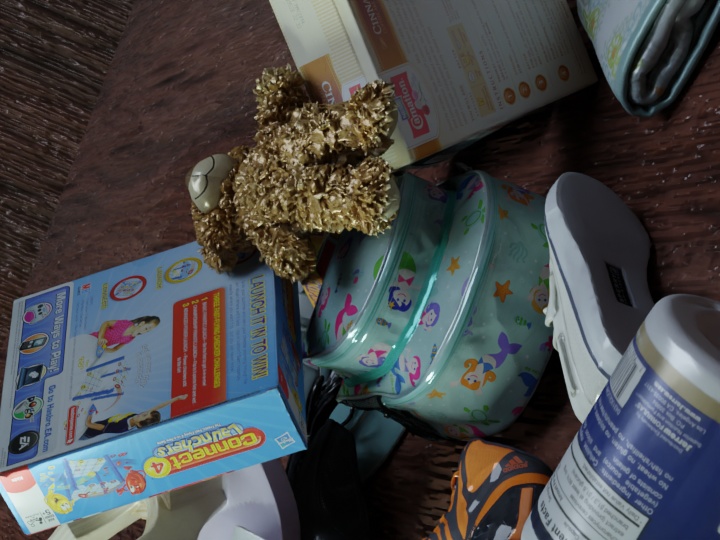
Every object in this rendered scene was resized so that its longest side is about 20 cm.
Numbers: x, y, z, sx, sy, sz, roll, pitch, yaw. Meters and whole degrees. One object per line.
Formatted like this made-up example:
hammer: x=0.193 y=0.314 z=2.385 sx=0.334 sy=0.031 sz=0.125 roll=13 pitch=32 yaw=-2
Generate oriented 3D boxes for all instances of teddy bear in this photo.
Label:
teddy bear: x=-0.046 y=-0.061 z=1.482 sx=0.200 sy=0.067 sz=0.145 roll=11 pitch=96 yaw=48

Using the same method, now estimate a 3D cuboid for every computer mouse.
computer mouse: x=-0.034 y=0.174 z=1.693 sx=0.200 sy=0.053 sz=0.139 roll=-103 pitch=23 yaw=-51

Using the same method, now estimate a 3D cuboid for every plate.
plate: x=0.013 y=0.072 z=1.781 sx=0.200 sy=0.026 sz=0.200 roll=-56 pitch=21 yaw=35

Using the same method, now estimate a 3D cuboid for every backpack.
backpack: x=0.058 y=0.019 z=1.513 sx=0.200 sy=0.150 sz=0.178 roll=0 pitch=67 yaw=67

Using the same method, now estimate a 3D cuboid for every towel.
towel: x=0.211 y=-0.216 z=1.493 sx=0.200 sy=0.048 sz=0.171 roll=-61 pitch=15 yaw=23

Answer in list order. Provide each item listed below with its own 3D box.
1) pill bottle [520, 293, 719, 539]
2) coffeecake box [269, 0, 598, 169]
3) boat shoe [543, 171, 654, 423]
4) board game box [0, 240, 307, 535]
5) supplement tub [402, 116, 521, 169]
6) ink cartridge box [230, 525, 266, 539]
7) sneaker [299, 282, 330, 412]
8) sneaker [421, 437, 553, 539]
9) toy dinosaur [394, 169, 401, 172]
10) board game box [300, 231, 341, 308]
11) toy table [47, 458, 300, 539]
pill bottle: x=0.149 y=0.122 z=1.142 sx=0.200 sy=0.111 sz=0.111 roll=-62 pitch=18 yaw=21
coffeecake box: x=0.050 y=-0.163 z=1.558 sx=0.200 sy=0.154 sz=0.073 roll=-25 pitch=4 yaw=-42
boat shoe: x=0.138 y=0.020 z=1.387 sx=0.070 sy=0.071 sz=0.200 roll=-54 pitch=28 yaw=30
board game box: x=-0.138 y=0.067 z=1.526 sx=0.195 sy=0.056 sz=0.200 roll=-17 pitch=33 yaw=8
supplement tub: x=0.053 y=-0.157 z=1.742 sx=0.200 sy=0.140 sz=0.141 roll=-27 pitch=44 yaw=65
ink cartridge box: x=-0.039 y=0.284 z=1.452 sx=0.162 sy=0.057 sz=0.200 roll=21 pitch=95 yaw=40
sneaker: x=-0.044 y=0.053 z=1.868 sx=0.115 sy=0.075 sz=0.200 roll=-84 pitch=10 yaw=-47
sneaker: x=0.063 y=0.177 z=1.428 sx=0.200 sy=0.078 sz=0.112 roll=-35 pitch=31 yaw=43
toy dinosaur: x=0.023 y=-0.054 z=1.773 sx=0.058 sy=0.200 sz=0.101 roll=-43 pitch=53 yaw=-8
board game box: x=0.000 y=0.000 z=1.653 sx=0.096 sy=0.030 sz=0.200 roll=-63 pitch=-22 yaw=-21
toy table: x=-0.144 y=0.148 z=1.629 sx=0.200 sy=0.117 sz=0.184 roll=47 pitch=131 yaw=24
